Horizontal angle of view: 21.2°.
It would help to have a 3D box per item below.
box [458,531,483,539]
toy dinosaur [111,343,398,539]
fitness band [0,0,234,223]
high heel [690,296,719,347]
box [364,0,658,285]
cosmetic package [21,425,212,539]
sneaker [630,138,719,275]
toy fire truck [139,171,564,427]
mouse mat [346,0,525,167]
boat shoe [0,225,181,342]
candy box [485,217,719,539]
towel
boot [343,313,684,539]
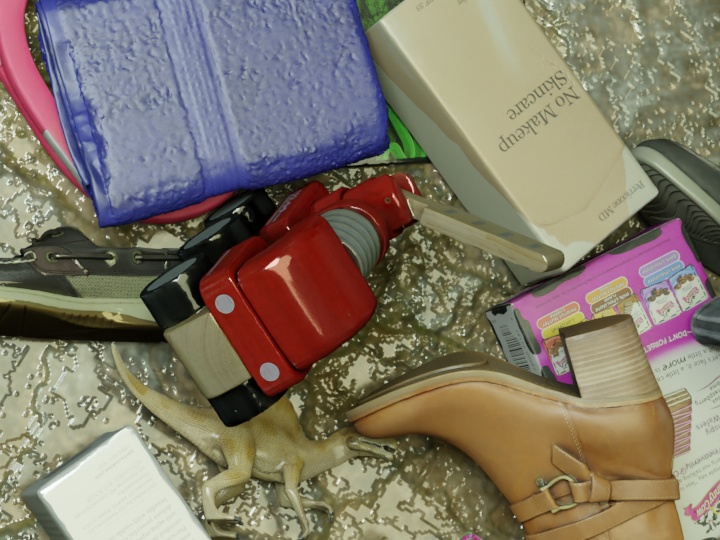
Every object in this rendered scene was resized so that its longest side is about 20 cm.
[{"bbox_3d":[0.062,0.304,1.139,0.200,0.122,0.193,-42,132,-15],"label":"box"},{"bbox_3d":[-0.078,0.116,1.213,0.199,0.058,0.102,16,64,-20],"label":"toy dinosaur"},{"bbox_3d":[-0.146,-0.125,1.226,0.143,0.037,0.201,-35,94,-19],"label":"fitness band"},{"bbox_3d":[0.311,-0.012,1.207,0.200,0.142,0.071,-44,108,-11],"label":"high heel"},{"bbox_3d":[0.093,-0.099,1.256,0.095,0.078,0.200,-40,95,-17],"label":"box"},{"bbox_3d":[-0.116,0.195,1.160,0.071,0.101,0.201,-35,94,-17],"label":"cosmetic package"},{"bbox_3d":[0.271,-0.052,1.313,0.200,0.075,0.107,35,72,-18],"label":"sneaker"},{"bbox_3d":[0.000,0.000,1.142,0.199,0.176,0.129,-28,102,24],"label":"toy fire truck"},{"bbox_3d":[0.037,-0.172,1.294,0.160,0.008,0.201,-5,86,-15],"label":"mouse mat"},{"bbox_3d":[-0.182,0.006,1.185,0.199,0.073,0.065,7,72,-26],"label":"boat shoe"},{"bbox_3d":[0.188,0.085,1.274,0.136,0.061,0.201,-25,89,-15],"label":"candy box"},{"bbox_3d":[-0.091,-0.118,1.198,0.199,0.050,0.149,-15,89,-15],"label":"towel"},{"bbox_3d":[0.100,0.124,1.208,0.199,0.077,0.156,-14,96,4],"label":"boot"}]
